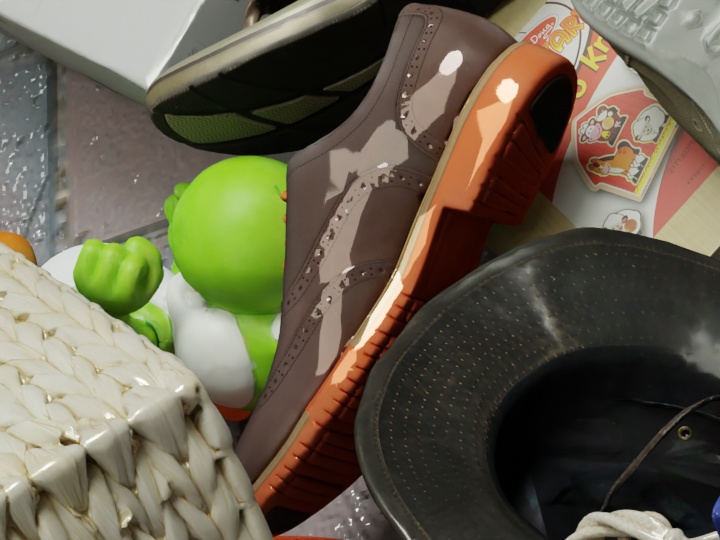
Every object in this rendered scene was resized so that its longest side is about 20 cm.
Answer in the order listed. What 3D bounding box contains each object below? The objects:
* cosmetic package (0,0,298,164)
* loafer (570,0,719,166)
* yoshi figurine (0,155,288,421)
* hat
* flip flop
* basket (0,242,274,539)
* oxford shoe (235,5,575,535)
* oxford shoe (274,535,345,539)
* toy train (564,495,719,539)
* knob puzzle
[{"bbox_3d":[-0.105,-0.117,1.107,0.200,0.102,0.074,30,89,40],"label":"cosmetic package"},{"bbox_3d":[0.150,-0.055,0.888,0.075,0.070,0.200,-42,49,4],"label":"loafer"},{"bbox_3d":[-0.083,0.000,1.040,0.200,0.112,0.113,-1,61,27],"label":"yoshi figurine"},{"bbox_3d":[0.097,0.080,0.884,0.200,0.081,0.201,1,47,-1],"label":"hat"},{"bbox_3d":[0.005,-0.113,1.003,0.200,0.081,0.058,-38,59,10],"label":"flip flop"},{"bbox_3d":[-0.120,0.088,0.921,0.123,0.136,0.200,-30,28,-18],"label":"basket"},{"bbox_3d":[0.000,0.000,0.956,0.072,0.071,0.200,30,89,22],"label":"oxford shoe"},{"bbox_3d":[-0.070,0.150,1.006,0.200,0.071,0.073,-15,100,20],"label":"oxford shoe"},{"bbox_3d":[0.141,0.048,0.794,0.200,0.085,0.116,4,52,25],"label":"toy train"},{"bbox_3d":[0.100,-0.085,0.997,0.219,0.030,0.220,-13,65,30],"label":"knob puzzle"}]
